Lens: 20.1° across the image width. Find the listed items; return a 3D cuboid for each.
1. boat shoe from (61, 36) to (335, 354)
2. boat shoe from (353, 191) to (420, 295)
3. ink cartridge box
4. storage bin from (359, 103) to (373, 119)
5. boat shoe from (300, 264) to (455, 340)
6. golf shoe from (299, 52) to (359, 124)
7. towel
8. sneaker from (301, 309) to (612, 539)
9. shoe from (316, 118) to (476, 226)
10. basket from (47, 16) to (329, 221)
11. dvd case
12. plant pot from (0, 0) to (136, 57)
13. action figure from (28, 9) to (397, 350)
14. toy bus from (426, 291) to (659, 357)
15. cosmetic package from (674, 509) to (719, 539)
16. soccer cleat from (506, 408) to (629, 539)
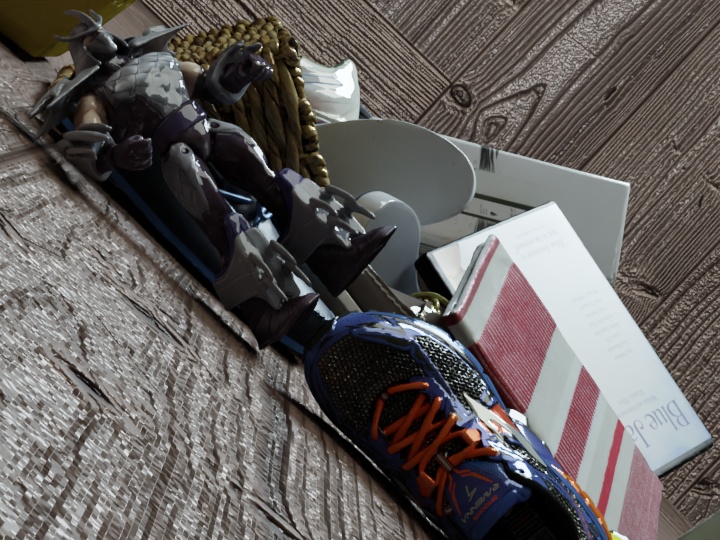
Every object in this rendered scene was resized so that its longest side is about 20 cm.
[{"bbox_3d":[-0.078,-0.041,1.093,0.200,0.069,0.084,46,1,-7],"label":"boat shoe"},{"bbox_3d":[0.000,0.000,1.330,0.066,0.072,0.200,32,-14,20],"label":"boat shoe"},{"bbox_3d":[0.085,-0.031,1.522,0.199,0.085,0.146,14,-18,-5],"label":"ink cartridge box"},{"bbox_3d":[0.024,-0.030,1.698,0.200,0.094,0.135,47,-11,40],"label":"storage bin"},{"bbox_3d":[0.037,0.050,1.183,0.200,0.060,0.072,51,-11,-24],"label":"boat shoe"},{"bbox_3d":[-0.095,-0.136,1.456,0.199,0.098,0.078,18,-24,-12],"label":"golf shoe"},{"bbox_3d":[0.115,0.085,1.200,0.200,0.023,0.144,56,20,-10],"label":"towel"},{"bbox_3d":[0.053,0.094,0.984,0.200,0.075,0.078,41,7,-9],"label":"sneaker"},{"bbox_3d":[-0.020,-0.063,1.382,0.199,0.072,0.091,3,-5,5],"label":"shoe"},{"bbox_3d":[-0.100,-0.067,1.235,0.200,0.148,0.143,-121,-162,-77],"label":"basket"},{"bbox_3d":[0.135,0.055,1.331,0.142,0.018,0.200,-22,75,-45],"label":"dvd case"},{"bbox_3d":[-0.202,-0.248,1.323,0.177,0.200,0.200,54,2,-7],"label":"plant pot"},{"bbox_3d":[-0.080,-0.061,1.027,0.200,0.130,0.069,46,-33,6],"label":"action figure"},{"bbox_3d":[0.096,0.064,1.480,0.192,0.136,0.200,28,-6,47],"label":"toy bus"},{"bbox_3d":[0.292,0.241,1.260,0.200,0.123,0.200,58,10,22],"label":"cosmetic package"},{"bbox_3d":[0.112,0.162,1.087,0.200,0.065,0.084,47,32,-18],"label":"soccer cleat"}]
